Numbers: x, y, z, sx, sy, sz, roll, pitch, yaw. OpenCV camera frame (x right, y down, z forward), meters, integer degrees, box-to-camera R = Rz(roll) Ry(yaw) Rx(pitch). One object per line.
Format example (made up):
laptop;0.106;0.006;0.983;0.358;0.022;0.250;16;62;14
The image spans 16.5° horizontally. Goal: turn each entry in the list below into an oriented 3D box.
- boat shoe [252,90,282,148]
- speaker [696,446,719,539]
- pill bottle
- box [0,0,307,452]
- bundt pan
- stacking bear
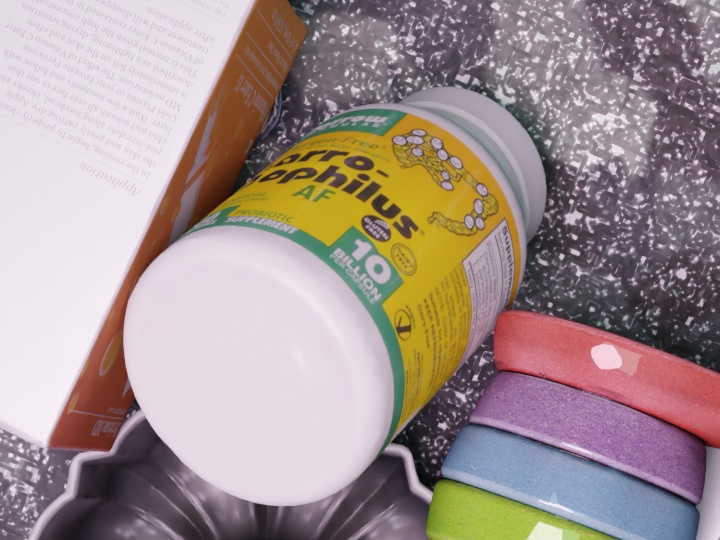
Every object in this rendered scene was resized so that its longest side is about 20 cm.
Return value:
boat shoe;-0.132;-0.087;1.086;0.198;0.062;0.076;4;88;5
speaker;0.141;0.134;1.045;0.081;0.081;0.201;33;94;6
pill bottle;0.000;0.000;0.994;0.112;0.200;0.114;13;120;24
box;-0.111;-0.038;0.986;0.097;0.124;0.201;25;88;7
bundt pan;-0.043;0.148;1.068;0.200;0.076;0.204;0;90;8
stacking bear;0.073;0.127;0.975;0.113;0.121;0.201;24;82;-38
